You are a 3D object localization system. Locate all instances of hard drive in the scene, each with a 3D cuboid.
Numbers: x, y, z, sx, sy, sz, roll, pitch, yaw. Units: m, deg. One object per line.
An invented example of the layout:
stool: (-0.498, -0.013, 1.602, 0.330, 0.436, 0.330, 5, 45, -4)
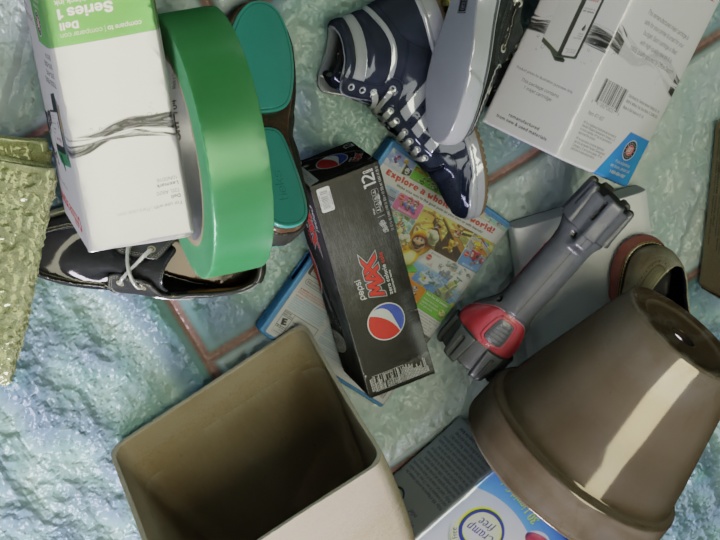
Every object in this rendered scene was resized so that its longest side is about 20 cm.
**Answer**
hard drive: (0.210, 0.034, 1.490, 0.132, 0.027, 0.201, -16, 113, -14)

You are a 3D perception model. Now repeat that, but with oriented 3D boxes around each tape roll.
tape roll: (-0.117, -0.096, 1.228, 0.048, 0.200, 0.201, -13, 112, -16)

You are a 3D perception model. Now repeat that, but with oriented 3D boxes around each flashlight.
flashlight: (0.153, 0.006, 1.412, 0.200, 0.068, 0.068, -50, 148, 16)

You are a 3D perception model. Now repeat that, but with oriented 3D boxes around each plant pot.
plant pot: (-0.062, 0.206, 1.357, 0.200, 0.200, 0.177, -33, 127, -1)
plant pot: (0.222, 0.116, 1.378, 0.200, 0.200, 0.174, 28, 114, -26)

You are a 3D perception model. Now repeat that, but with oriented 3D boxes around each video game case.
video game case: (0.021, 0.003, 1.415, 0.143, 0.018, 0.200, 33, 94, -26)

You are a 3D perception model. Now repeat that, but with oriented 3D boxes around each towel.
towel: (-0.317, -0.015, 1.257, 0.148, 0.036, 0.201, 10, 102, -7)

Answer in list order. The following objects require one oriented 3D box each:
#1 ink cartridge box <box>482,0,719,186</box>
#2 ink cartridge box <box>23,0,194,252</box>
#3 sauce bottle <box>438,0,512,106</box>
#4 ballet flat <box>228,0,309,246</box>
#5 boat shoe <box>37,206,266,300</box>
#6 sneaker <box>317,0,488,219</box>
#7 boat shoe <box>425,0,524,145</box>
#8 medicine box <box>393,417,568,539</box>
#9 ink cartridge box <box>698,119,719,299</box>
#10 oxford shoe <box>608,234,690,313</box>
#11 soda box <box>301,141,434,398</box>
ink cartridge box: (0.206, -0.185, 1.352, 0.146, 0.084, 0.201, 15, 103, -57)
ink cartridge box: (-0.191, -0.128, 1.214, 0.084, 0.146, 0.201, -12, 108, -14)
sauce bottle: (0.091, -0.234, 1.335, 0.066, 0.066, 0.201, -25, 116, -11)
ballet flat: (-0.086, -0.113, 1.294, 0.068, 0.068, 0.201, 1, 73, -24)
boat shoe: (-0.175, -0.013, 1.309, 0.199, 0.068, 0.072, 5, 106, -17)
sneaker: (0.032, -0.127, 1.339, 0.108, 0.070, 0.201, -19, 102, -17)
boat shoe: (0.101, -0.194, 1.279, 0.056, 0.069, 0.201, 7, 102, -26)
medicine box: (0.085, 0.274, 1.482, 0.200, 0.103, 0.182, -41, 116, -4)
ink cartridge box: (0.424, -0.059, 1.512, 0.199, 0.075, 0.165, -5, 108, -19)
oxford shoe: (0.259, 0.073, 1.464, 0.070, 0.075, 0.201, -11, 111, -16)
soda box: (0.000, 0.000, 1.355, 0.063, 0.071, 0.201, -21, 114, -14)
